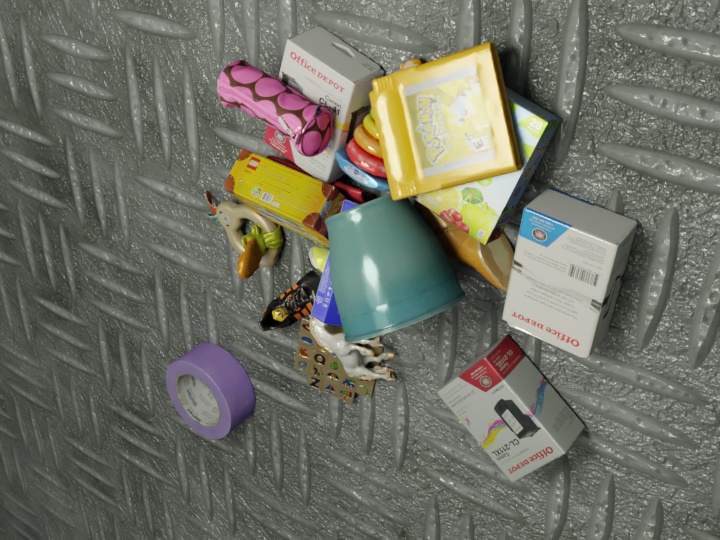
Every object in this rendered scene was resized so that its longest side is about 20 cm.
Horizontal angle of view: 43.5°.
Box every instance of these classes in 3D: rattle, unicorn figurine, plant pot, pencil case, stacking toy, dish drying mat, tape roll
[{"bbox_3d":[-0.256,-0.064,1.713,0.199,0.143,0.131,33,151,12],"label":"rattle"},{"bbox_3d":[-0.017,0.141,1.645,0.136,0.074,0.202,2,128,31],"label":"unicorn figurine"},{"bbox_3d":[0.039,-0.015,1.381,0.199,0.199,0.190,-17,94,45],"label":"plant pot"},{"bbox_3d":[-0.137,-0.254,1.401,0.199,0.093,0.091,32,132,26],"label":"pencil case"},{"bbox_3d":[0.051,-0.231,1.385,0.116,0.109,0.201,35,122,18],"label":"stacking toy"},{"bbox_3d":[-0.065,-0.155,1.546,0.199,0.077,0.018,25,91,27],"label":"dish drying mat"},{"bbox_3d":[-0.336,0.269,2.020,0.198,0.085,0.202,20,127,29],"label":"tape roll"}]

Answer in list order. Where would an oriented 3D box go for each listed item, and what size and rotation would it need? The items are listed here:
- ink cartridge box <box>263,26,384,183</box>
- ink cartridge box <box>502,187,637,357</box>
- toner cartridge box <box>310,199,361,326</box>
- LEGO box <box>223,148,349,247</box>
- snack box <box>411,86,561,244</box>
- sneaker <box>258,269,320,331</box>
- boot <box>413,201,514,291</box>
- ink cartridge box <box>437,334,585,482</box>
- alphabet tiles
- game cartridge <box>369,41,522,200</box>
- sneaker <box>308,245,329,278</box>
[{"bbox_3d":[-0.063,-0.265,1.459,0.147,0.085,0.201,36,135,18],"label":"ink cartridge box"},{"bbox_3d":[0.301,0.004,1.314,0.145,0.084,0.202,25,130,26],"label":"ink cartridge box"},{"bbox_3d":[-0.009,-0.008,1.498,0.043,0.094,0.202,24,100,49],"label":"toner cartridge box"},{"bbox_3d":[-0.111,-0.116,1.540,0.199,0.078,0.149,25,174,27],"label":"LEGO box"},{"bbox_3d":[0.166,-0.168,1.303,0.168,0.067,0.202,34,116,20],"label":"snack box"},{"bbox_3d":[-0.121,0.064,1.706,0.070,0.090,0.200,54,137,-1],"label":"sneaker"},{"bbox_3d":[0.154,-0.034,1.436,0.202,0.070,0.144,57,142,4],"label":"boot"},{"bbox_3d":[0.249,0.231,1.499,0.200,0.083,0.146,50,136,5],"label":"ink cartridge box"},{"bbox_3d":[-0.045,0.168,1.732,0.165,0.006,0.202,20,129,10],"label":"alphabet tiles"},{"bbox_3d":[0.114,-0.204,1.265,0.198,0.032,0.178,-12,93,30],"label":"game cartridge"},{"bbox_3d":[0.000,0.000,1.586,0.198,0.075,0.077,27,122,13],"label":"sneaker"}]
